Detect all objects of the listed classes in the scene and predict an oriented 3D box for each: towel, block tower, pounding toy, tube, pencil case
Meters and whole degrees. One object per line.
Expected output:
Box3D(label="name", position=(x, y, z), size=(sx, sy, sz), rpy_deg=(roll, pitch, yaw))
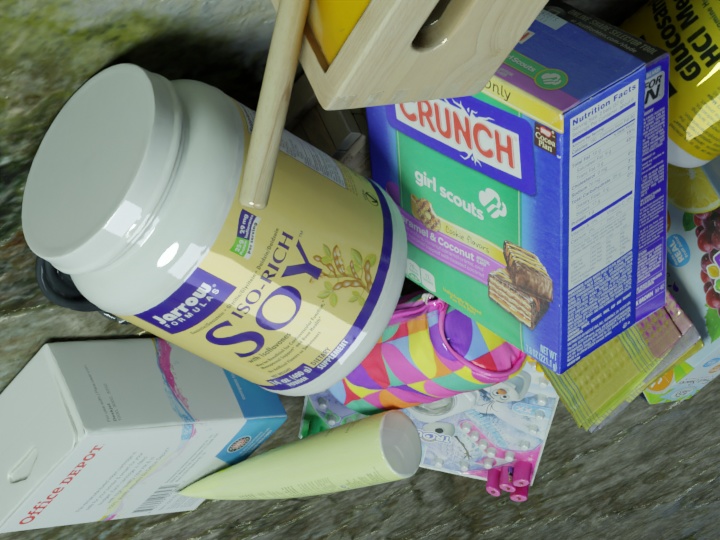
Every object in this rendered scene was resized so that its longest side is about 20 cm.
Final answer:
Box3D(label="towel", position=(0.159, 0.007, 1.570), size=(0.023, 0.201, 0.144), rpy_deg=(-14, 155, -41))
Box3D(label="block tower", position=(0.033, -0.091, 1.418), size=(0.199, 0.058, 0.054), rpy_deg=(1, 144, -44))
Box3D(label="pounding toy", position=(0.003, -0.166, 1.070), size=(0.141, 0.185, 0.200), rpy_deg=(-9, 151, -34))
Box3D(label="tube", position=(-0.046, 0.148, 1.606), size=(0.199, 0.052, 0.058), rpy_deg=(-19, 125, 38))
Box3D(label="pencil case", position=(0.045, 0.050, 1.522), size=(0.088, 0.089, 0.200), rpy_deg=(-12, 172, -29))

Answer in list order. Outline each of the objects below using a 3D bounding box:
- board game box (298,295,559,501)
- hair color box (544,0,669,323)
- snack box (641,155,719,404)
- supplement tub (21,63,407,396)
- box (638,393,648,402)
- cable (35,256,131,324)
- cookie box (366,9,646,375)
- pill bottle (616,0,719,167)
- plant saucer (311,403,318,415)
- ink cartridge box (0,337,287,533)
Box3D(label="board game box", position=(0.055, 0.102, 1.698), size=(0.198, 0.026, 0.201), rpy_deg=(11, 138, 1))
Box3D(label="hair color box", position=(0.144, -0.066, 1.407), size=(0.065, 0.109, 0.201), rpy_deg=(-28, 131, -30))
Box3D(label="snack box", position=(0.223, -0.025, 1.565), size=(0.053, 0.201, 0.142), rpy_deg=(-5, 149, -43))
Box3D(label="supplement tub", position=(-0.085, -0.024, 1.271), size=(0.199, 0.146, 0.145), rpy_deg=(28, 126, -36))
Box3D(label="box", position=(0.259, -0.008, 1.732), size=(0.198, 0.124, 0.200), rpy_deg=(-33, 153, 15))
Box3D(label="cable", position=(-0.117, -0.035, 1.406), size=(0.199, 0.051, 0.163), rpy_deg=(-26, 152, 7))
Box3D(label="cookie box", position=(0.085, -0.064, 1.299), size=(0.075, 0.171, 0.201), rpy_deg=(-33, 137, -30))
Box3D(label="pill bottle", position=(0.234, -0.142, 1.444), size=(0.200, 0.113, 0.112), rpy_deg=(-39, 153, 27))
Box3D(label="plant saucer", position=(0.045, 0.105, 1.861), size=(0.198, 0.037, 0.200), rpy_deg=(-22, 155, -10))
Box3D(label="ink cartridge box", position=(-0.179, 0.120, 1.604), size=(0.199, 0.085, 0.145), rpy_deg=(-2, 147, -46))
